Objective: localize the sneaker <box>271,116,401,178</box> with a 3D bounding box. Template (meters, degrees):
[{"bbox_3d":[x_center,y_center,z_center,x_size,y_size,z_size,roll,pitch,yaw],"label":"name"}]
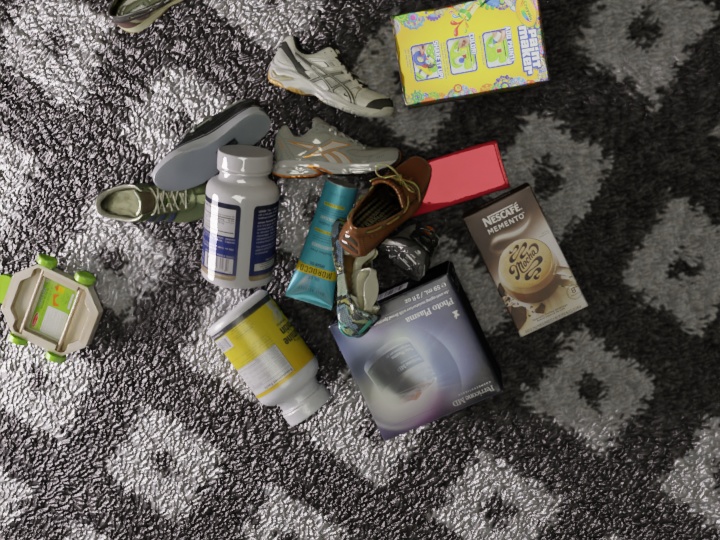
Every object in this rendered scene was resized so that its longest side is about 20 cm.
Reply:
[{"bbox_3d":[-0.038,-0.188,1.382,0.199,0.076,0.092,-1,94,5],"label":"sneaker"}]

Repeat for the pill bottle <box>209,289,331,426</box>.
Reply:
[{"bbox_3d":[-0.136,0.138,1.423,0.112,0.112,0.200,-36,94,10],"label":"pill bottle"}]

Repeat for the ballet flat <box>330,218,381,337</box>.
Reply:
[{"bbox_3d":[0.000,0.000,1.326,0.074,0.074,0.201,-12,61,8],"label":"ballet flat"}]

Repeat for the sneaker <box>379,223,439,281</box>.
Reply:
[{"bbox_3d":[0.077,-0.036,1.330,0.079,0.200,0.074,-45,93,2],"label":"sneaker"}]

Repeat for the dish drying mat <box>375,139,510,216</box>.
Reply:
[{"bbox_3d":[0.122,-0.134,1.399,0.199,0.018,0.077,-17,96,8],"label":"dish drying mat"}]

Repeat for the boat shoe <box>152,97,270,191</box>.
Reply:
[{"bbox_3d":[-0.234,-0.197,1.393,0.199,0.074,0.068,-37,49,1],"label":"boat shoe"}]

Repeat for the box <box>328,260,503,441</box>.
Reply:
[{"bbox_3d":[0.088,0.121,1.391,0.200,0.123,0.199,-25,97,10],"label":"box"}]

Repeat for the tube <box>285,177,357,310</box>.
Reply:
[{"bbox_3d":[-0.056,-0.042,1.422,0.077,0.050,0.201,18,105,9],"label":"tube"}]

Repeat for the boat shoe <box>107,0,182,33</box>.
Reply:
[{"bbox_3d":[-0.297,-0.435,1.373,0.201,0.066,0.072,-38,93,10],"label":"boat shoe"}]

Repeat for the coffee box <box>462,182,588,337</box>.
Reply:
[{"bbox_3d":[0.245,-0.018,1.371,0.113,0.080,0.200,-27,95,10],"label":"coffee box"}]

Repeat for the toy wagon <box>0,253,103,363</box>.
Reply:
[{"bbox_3d":[-0.523,0.052,1.490,0.199,0.040,0.156,25,101,3],"label":"toy wagon"}]

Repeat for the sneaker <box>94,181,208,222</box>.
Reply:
[{"bbox_3d":[-0.317,-0.103,1.416,0.199,0.090,0.067,-1,98,6],"label":"sneaker"}]

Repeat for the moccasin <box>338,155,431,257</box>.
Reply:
[{"bbox_3d":[0.040,-0.106,1.320,0.074,0.201,0.078,39,145,16],"label":"moccasin"}]

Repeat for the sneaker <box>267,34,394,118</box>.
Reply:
[{"bbox_3d":[-0.037,-0.290,1.362,0.199,0.076,0.088,21,101,2],"label":"sneaker"}]

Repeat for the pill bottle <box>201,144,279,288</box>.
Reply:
[{"bbox_3d":[-0.180,-0.083,1.379,0.111,0.111,0.201,9,110,5],"label":"pill bottle"}]

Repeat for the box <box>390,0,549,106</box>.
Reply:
[{"bbox_3d":[0.152,-0.304,1.275,0.192,0.200,0.122,-9,98,9],"label":"box"}]
